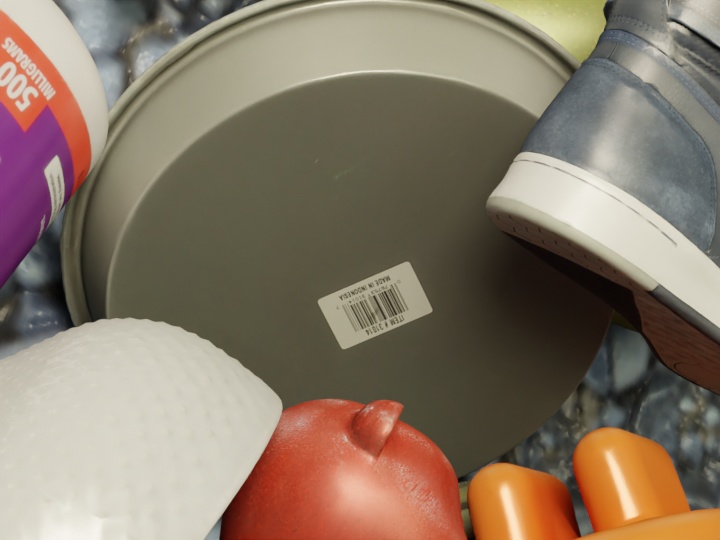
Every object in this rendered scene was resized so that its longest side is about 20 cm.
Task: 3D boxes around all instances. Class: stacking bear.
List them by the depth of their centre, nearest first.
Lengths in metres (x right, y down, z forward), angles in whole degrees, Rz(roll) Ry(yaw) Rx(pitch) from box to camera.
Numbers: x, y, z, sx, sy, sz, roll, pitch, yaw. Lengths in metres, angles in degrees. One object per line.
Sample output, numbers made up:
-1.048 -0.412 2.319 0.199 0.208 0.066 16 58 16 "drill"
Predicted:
-0.032 0.133 0.759 0.114 0.121 0.200 27 77 7 "stacking bear"

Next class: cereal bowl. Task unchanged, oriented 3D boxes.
-0.116 0.088 0.745 0.083 0.200 0.200 40 59 -4 "cereal bowl"

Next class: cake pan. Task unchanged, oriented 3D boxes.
0.000 0.000 0.852 0.200 0.200 0.037 34 22 -27 "cake pan"

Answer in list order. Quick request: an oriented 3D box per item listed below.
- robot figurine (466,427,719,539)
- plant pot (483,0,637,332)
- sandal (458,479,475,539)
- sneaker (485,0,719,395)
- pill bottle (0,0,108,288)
0.095 0.154 0.827 0.144 0.117 0.200 -9 75 -21 "robot figurine"
0.078 -0.067 0.934 0.200 0.187 0.187 8 77 -22 "plant pot"
-0.024 0.121 0.857 0.201 0.080 0.057 -15 80 -29 "sandal"
0.138 -0.036 0.830 0.202 0.077 0.146 38 75 -47 "sneaker"
-0.170 -0.006 0.764 0.112 0.112 0.200 46 58 -21 "pill bottle"
